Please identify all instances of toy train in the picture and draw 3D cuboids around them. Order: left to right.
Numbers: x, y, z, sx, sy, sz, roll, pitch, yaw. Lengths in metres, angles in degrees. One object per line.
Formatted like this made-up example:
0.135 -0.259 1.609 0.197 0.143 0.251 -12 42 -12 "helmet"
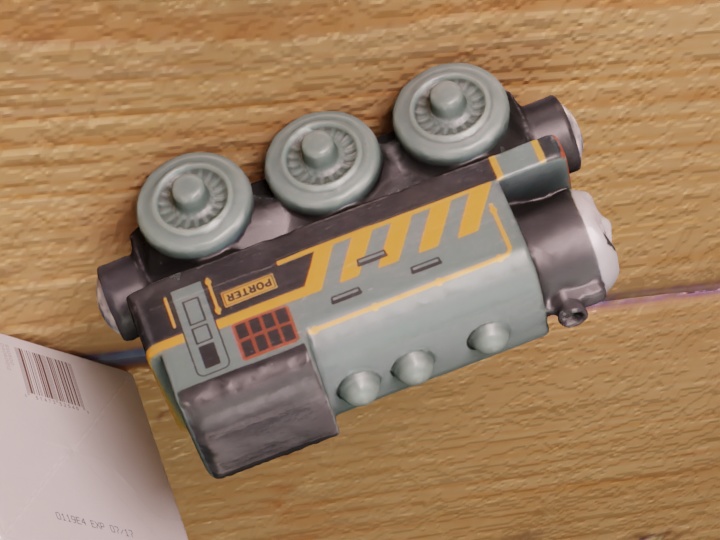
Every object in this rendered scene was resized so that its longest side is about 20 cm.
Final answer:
0.000 0.000 0.936 0.199 0.114 0.085 -20 147 -3 "toy train"

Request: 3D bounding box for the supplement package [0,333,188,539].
-0.182 0.130 1.015 0.200 0.110 0.113 -41 142 25 "supplement package"
